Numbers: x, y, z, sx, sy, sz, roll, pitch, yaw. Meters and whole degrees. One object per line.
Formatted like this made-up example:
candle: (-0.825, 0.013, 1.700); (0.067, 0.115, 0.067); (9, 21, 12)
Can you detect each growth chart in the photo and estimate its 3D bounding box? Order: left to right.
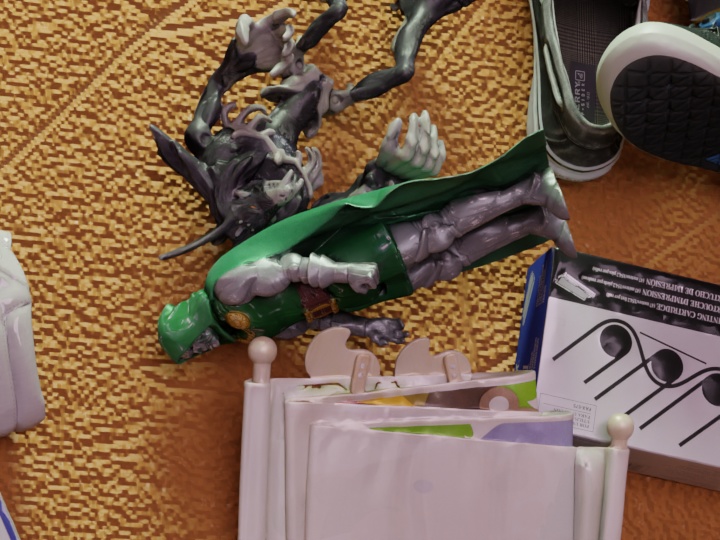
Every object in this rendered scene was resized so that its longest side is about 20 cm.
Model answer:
growth chart: (0.035, 0.105, 1.259); (0.200, 0.018, 0.145); (10, 93, -11)

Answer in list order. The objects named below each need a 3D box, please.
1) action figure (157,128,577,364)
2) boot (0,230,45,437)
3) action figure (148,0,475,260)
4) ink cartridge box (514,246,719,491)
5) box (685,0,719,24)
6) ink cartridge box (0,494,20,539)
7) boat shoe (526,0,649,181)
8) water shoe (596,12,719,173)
action figure: (0.000, 0.000, 1.259); (0.200, 0.118, 0.055); (-19, 63, 2)
boot: (-0.209, -0.010, 1.236); (0.095, 0.074, 0.200); (-14, 85, -26)
action figure: (-0.021, -0.081, 1.288); (0.119, 0.102, 0.200); (35, 67, -15)
ink cartridge box: (0.176, 0.058, 1.327); (0.200, 0.044, 0.094); (13, 71, -11)
box: (0.182, -0.230, 1.406); (0.050, 0.075, 0.200); (7, 62, -60)
ink cartridge box: (-0.243, 0.136, 1.156); (0.200, 0.043, 0.197); (-24, 79, -4)
boat shoe: (0.121, -0.146, 1.365); (0.072, 0.071, 0.200); (3, 70, -14)
water shoe: (0.176, -0.096, 1.335); (0.200, 0.071, 0.079); (23, 51, -49)
